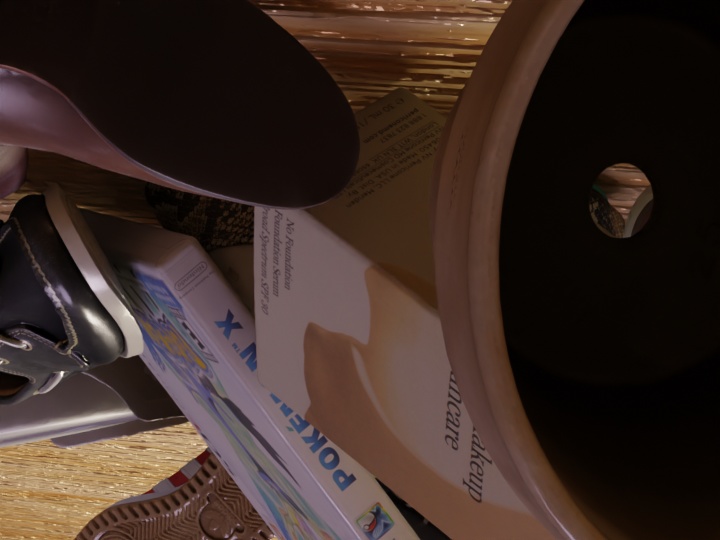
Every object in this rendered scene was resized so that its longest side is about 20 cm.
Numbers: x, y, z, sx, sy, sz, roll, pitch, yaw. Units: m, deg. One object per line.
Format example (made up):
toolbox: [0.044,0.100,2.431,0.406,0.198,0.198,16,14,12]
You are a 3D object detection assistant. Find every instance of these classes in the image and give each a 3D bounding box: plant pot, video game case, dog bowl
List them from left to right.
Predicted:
dog bowl: [-0.166,0.057,1.230,0.199,0.059,0.200,-10,176,-1]
video game case: [-0.046,0.057,1.032,0.183,0.022,0.200,54,168,-14]
plant pot: [0.097,-0.012,0.687,0.199,0.201,0.173,13,-179,-17]

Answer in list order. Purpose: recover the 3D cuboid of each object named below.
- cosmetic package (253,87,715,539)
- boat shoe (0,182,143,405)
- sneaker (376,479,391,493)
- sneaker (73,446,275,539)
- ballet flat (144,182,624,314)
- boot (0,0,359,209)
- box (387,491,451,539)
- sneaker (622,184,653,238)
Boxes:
cosmetic package: [0.056,0.039,0.844,0.200,0.071,0.106,36,144,32]
boat shoe: [-0.129,0.017,1.013,0.067,0.072,0.200,-30,178,-15]
sneaker: [0.006,0.051,1.097,0.073,0.088,0.200,1,176,10]
sneaker: [-0.059,0.106,1.282,0.200,0.071,0.112,-38,-179,30]
ballet flat: [0.000,0.000,0.975,0.199,0.076,0.068,3,155,23]
boot: [-0.107,-0.048,0.873,0.186,0.065,0.200,25,160,-8]
box: [0.076,0.127,1.136,0.157,0.050,0.200,-26,-146,-16]
sneaker: [0.180,0.017,0.951,0.199,0.073,0.085,27,-162,-11]
